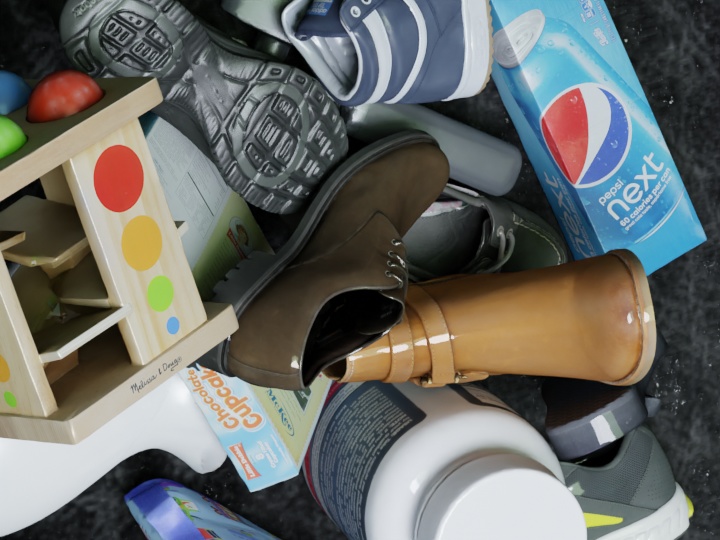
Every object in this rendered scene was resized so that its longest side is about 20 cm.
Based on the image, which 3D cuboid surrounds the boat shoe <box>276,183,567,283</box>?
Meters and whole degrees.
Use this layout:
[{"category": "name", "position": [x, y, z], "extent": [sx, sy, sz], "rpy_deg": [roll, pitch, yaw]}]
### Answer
[{"category": "boat shoe", "position": [0.039, -0.021, 1.465], "extent": [0.199, 0.057, 0.067], "rpy_deg": [18, 97, -22]}]

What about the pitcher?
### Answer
[{"category": "pitcher", "position": [-0.188, 0.054, 1.385], "extent": [0.199, 0.121, 0.173], "rpy_deg": [-14, 91, -26]}]

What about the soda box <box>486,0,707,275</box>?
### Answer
[{"category": "soda box", "position": [0.127, -0.093, 1.471], "extent": [0.064, 0.068, 0.201], "rpy_deg": [-31, 111, -10]}]

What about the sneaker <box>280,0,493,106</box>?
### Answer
[{"category": "sneaker", "position": [0.008, -0.187, 1.383], "extent": [0.108, 0.070, 0.201], "rpy_deg": [-14, 99, -33]}]

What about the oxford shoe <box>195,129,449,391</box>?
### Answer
[{"category": "oxford shoe", "position": [0.000, 0.000, 1.358], "extent": [0.200, 0.084, 0.073], "rpy_deg": [-50, 150, -34]}]

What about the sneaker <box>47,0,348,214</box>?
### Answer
[{"category": "sneaker", "position": [-0.086, -0.105, 1.356], "extent": [0.200, 0.091, 0.076], "rpy_deg": [39, 93, -31]}]

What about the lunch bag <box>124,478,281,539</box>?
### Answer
[{"category": "lunch bag", "position": [-0.049, 0.194, 1.430], "extent": [0.094, 0.151, 0.200], "rpy_deg": [-44, 118, -4]}]

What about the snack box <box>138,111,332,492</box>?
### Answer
[{"category": "snack box", "position": [-0.082, 0.009, 1.401], "extent": [0.037, 0.116, 0.201], "rpy_deg": [-20, 113, 22]}]

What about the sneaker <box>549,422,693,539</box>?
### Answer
[{"category": "sneaker", "position": [0.105, 0.154, 1.532], "extent": [0.199, 0.074, 0.085], "rpy_deg": [-25, 105, -21]}]

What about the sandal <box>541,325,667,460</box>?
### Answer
[{"category": "sandal", "position": [0.142, 0.079, 1.461], "extent": [0.076, 0.200, 0.043], "rpy_deg": [-26, 97, 17]}]

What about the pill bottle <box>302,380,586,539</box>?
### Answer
[{"category": "pill bottle", "position": [0.049, 0.125, 1.428], "extent": [0.119, 0.200, 0.120], "rpy_deg": [-4, 105, -17]}]

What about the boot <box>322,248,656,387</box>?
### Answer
[{"category": "boot", "position": [0.064, 0.035, 1.379], "extent": [0.154, 0.200, 0.074], "rpy_deg": [-5, 86, -20]}]

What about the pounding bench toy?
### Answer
[{"category": "pounding bench toy", "position": [-0.187, 0.001, 1.229], "extent": [0.200, 0.124, 0.157], "rpy_deg": [-36, 117, -40]}]

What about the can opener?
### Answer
[{"category": "can opener", "position": [0.006, -0.101, 1.436], "extent": [0.199, 0.053, 0.067], "rpy_deg": [26, 93, -23]}]
